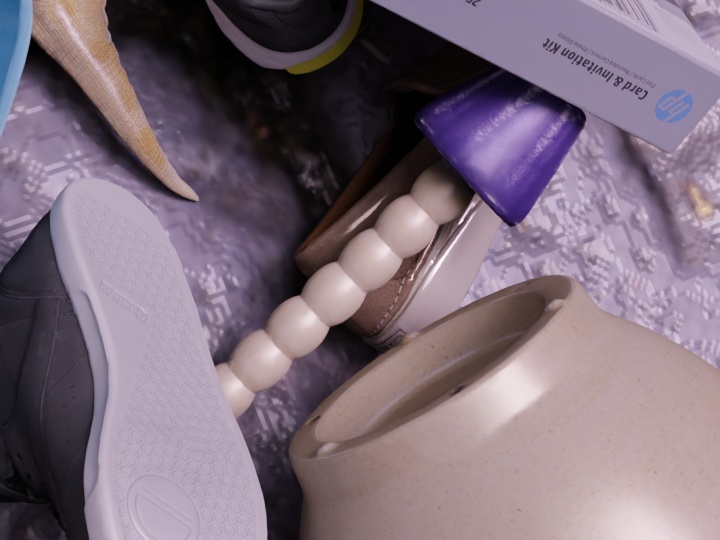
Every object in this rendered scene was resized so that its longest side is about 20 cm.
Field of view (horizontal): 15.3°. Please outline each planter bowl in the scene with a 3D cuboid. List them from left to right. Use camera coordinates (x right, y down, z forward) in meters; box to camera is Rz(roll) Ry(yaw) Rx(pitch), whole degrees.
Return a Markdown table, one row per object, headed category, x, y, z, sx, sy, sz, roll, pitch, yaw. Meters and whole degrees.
| category | x | y | z | sx | sy | sz | roll | pitch | yaw |
| --- | --- | --- | --- | --- | --- | --- | --- | --- | --- |
| planter bowl | 0.058 | 0.087 | 0.942 | 0.200 | 0.200 | 0.135 | -36 | 102 | -26 |

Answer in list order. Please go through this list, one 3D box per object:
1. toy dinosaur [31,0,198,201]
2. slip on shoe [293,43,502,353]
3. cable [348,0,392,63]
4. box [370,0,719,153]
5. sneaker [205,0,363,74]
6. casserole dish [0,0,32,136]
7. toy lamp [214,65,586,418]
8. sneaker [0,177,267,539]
| category | x | y | z | sx | sy | sz | roll | pitch | yaw |
| --- | --- | --- | --- | --- | --- | --- | --- | --- | --- |
| toy dinosaur | -0.129 | -0.110 | 1.014 | 0.101 | 0.058 | 0.201 | -23 | 85 | -27 |
| slip on shoe | 0.040 | -0.062 | 1.063 | 0.060 | 0.076 | 0.200 | 36 | 73 | -16 |
| cable | -0.054 | -0.157 | 1.079 | 0.200 | 0.050 | 0.097 | 33 | 82 | 3 |
| box | 0.038 | -0.140 | 0.997 | 0.156 | 0.041 | 0.200 | 24 | 28 | -34 |
| sneaker | -0.065 | -0.168 | 1.013 | 0.074 | 0.085 | 0.200 | -39 | 86 | -2 |
| casserole dish | -0.192 | -0.046 | 0.940 | 0.121 | 0.039 | 0.201 | 16 | 96 | -35 |
| toy lamp | 0.000 | 0.000 | 0.984 | 0.200 | 0.058 | 0.058 | -45 | 95 | 4 |
| sneaker | -0.096 | 0.074 | 0.936 | 0.071 | 0.099 | 0.201 | 16 | 44 | -39 |
